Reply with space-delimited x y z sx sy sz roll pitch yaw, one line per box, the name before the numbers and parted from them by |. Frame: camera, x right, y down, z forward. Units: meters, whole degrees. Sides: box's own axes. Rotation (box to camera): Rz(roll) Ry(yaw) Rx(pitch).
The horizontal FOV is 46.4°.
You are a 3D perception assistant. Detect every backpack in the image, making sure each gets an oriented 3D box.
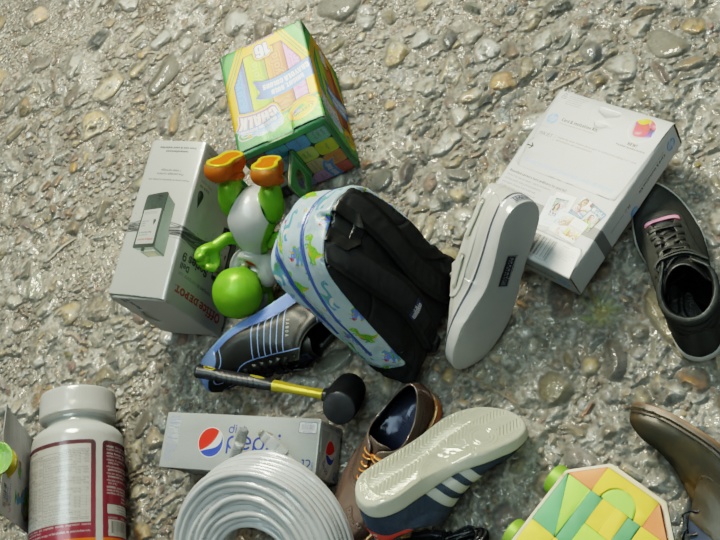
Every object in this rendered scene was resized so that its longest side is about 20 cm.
backpack | 0.000 0.000 0.904 0.152 0.200 0.165 9 66 35

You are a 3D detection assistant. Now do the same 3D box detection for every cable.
cable | -0.099 0.291 0.865 0.198 0.069 0.202 33 105 15

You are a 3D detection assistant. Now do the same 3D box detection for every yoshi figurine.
yoshi figurine | -0.134 -0.027 0.974 0.110 0.204 0.112 -14 30 -25

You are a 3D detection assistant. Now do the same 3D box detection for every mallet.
mallet | -0.093 0.132 0.934 0.196 0.066 0.042 7 105 2

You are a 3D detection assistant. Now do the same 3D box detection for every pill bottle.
pill bottle | -0.332 0.246 0.989 0.108 0.110 0.204 -16 64 14

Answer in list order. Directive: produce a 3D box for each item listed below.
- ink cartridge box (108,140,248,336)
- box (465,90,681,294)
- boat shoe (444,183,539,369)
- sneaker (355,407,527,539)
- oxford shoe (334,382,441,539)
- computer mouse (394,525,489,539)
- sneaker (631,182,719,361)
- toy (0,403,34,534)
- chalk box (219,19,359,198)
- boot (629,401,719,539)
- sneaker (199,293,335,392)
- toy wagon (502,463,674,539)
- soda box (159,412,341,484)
ink cartridge box | -0.214 -0.035 1.038 0.082 0.146 0.204 4 71 21
box | 0.231 -0.093 0.926 0.155 0.041 0.202 29 82 44
boat shoe | 0.126 0.006 0.900 0.066 0.071 0.204 40 125 46
sneaker | 0.086 0.213 0.862 0.197 0.086 0.075 -22 31 -18
oxford shoe | 0.012 0.206 0.891 0.070 0.073 0.202 25 80 27
computer mouse | 0.079 0.357 0.821 0.107 0.044 0.204 -8 66 17
sneaker | 0.320 -0.018 0.848 0.069 0.099 0.204 -16 63 16
toy | -0.408 0.241 0.972 0.046 0.201 0.117 -1 64 -13
chalk box | -0.084 -0.182 1.059 0.122 0.125 0.203 -21 64 12
boot | 0.313 0.212 0.771 0.199 0.075 0.097 38 83 27
sneaker | -0.100 0.092 0.984 0.199 0.070 0.078 -37 56 3
toy wagon | 0.203 0.280 0.779 0.200 0.040 0.154 -47 48 -12
soda box | -0.124 0.200 0.950 0.196 0.068 0.065 -2 70 21
